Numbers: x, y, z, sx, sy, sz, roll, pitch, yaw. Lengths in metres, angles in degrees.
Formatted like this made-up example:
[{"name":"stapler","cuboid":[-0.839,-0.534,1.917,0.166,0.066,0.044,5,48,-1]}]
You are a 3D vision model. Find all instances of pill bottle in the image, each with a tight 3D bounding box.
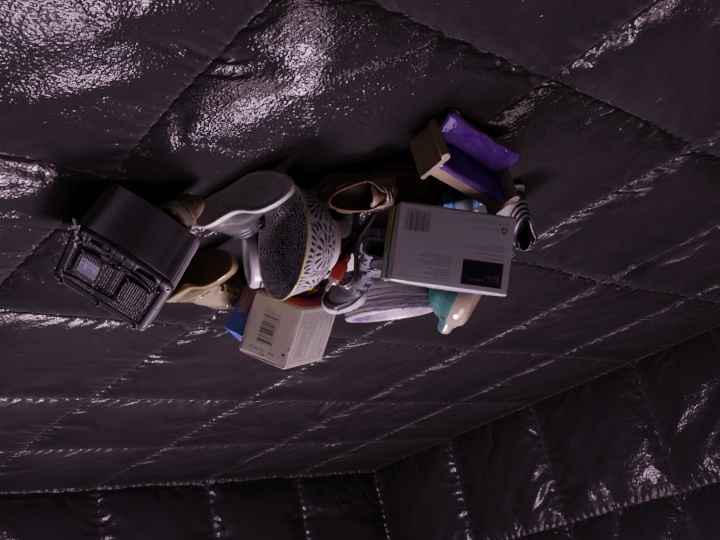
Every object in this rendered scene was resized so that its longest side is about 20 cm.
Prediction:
[{"name":"pill bottle","cuboid":[-0.114,-0.035,1.635,0.198,0.115,0.114,-7,157,-15]}]

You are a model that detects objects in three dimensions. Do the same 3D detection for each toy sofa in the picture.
[{"name":"toy sofa","cuboid":[0.184,-0.175,1.461,0.199,0.083,0.097,23,131,-40]}]

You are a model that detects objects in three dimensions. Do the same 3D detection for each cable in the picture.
[{"name":"cable","cuboid":[-0.018,-0.049,1.570,0.201,0.097,0.050,-54,161,-7]}]

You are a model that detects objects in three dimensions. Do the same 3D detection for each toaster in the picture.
[{"name":"toaster","cuboid":[-0.373,-0.022,1.409,0.180,0.119,0.200,33,142,-11]}]

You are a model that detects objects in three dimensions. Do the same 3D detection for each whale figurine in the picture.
[{"name":"whale figurine","cuboid":[0.196,0.058,1.881,0.103,0.160,0.200,29,166,10]}]

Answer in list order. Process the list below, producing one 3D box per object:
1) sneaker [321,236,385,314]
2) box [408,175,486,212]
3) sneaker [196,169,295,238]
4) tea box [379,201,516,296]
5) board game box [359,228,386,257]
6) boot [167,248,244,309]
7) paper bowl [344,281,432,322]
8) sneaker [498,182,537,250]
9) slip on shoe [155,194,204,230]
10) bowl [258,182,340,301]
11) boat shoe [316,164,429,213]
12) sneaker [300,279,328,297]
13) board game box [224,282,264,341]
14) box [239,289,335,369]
[{"name":"sneaker","cuboid":[0.000,0.000,1.740,0.199,0.076,0.114,-35,151,-9]},{"name":"box","cuboid":[0.165,-0.132,1.657,0.157,0.046,0.200,-15,157,2]},{"name":"sneaker","cuboid":[-0.174,-0.110,1.487,0.198,0.072,0.099,-19,160,28]},{"name":"tea box","cuboid":[0.145,-0.034,1.524,0.198,0.135,0.197,8,178,-5]},{"name":"board game box","cuboid":[0.037,-0.049,1.810,0.198,0.033,0.120,-2,151,-26]},{"name":"boot","cuboid":[-0.277,0.022,1.731,0.199,0.074,0.155,-26,155,32]},{"name":"paper bowl","cuboid":[0.059,0.049,1.921,0.198,0.106,0.201,-8,171,-1]},{"name":"sneaker","cuboid":[0.292,-0.079,1.767,0.075,0.117,0.201,-9,158,-10]},{"name":"slip on shoe","cuboid":[-0.331,-0.078,1.478,0.199,0.076,0.061,-26,-162,46]},{"name":"bowl","cuboid":[-0.093,-0.048,1.495,0.093,0.203,0.201,3,153,-29]},{"name":"boat shoe","cuboid":[0.027,-0.132,1.510,0.198,0.072,0.076,-10,118,-10]},{"name":"sneaker","cuboid":[-0.105,0.023,1.755,0.199,0.071,0.090,11,-171,-41]},{"name":"board game box","cuboid":[-0.201,0.087,1.840,0.045,0.153,0.200,22,165,18]},{"name":"box","cuboid":[-0.142,0.113,1.789,0.108,0.129,0.200,20,-174,17]}]
